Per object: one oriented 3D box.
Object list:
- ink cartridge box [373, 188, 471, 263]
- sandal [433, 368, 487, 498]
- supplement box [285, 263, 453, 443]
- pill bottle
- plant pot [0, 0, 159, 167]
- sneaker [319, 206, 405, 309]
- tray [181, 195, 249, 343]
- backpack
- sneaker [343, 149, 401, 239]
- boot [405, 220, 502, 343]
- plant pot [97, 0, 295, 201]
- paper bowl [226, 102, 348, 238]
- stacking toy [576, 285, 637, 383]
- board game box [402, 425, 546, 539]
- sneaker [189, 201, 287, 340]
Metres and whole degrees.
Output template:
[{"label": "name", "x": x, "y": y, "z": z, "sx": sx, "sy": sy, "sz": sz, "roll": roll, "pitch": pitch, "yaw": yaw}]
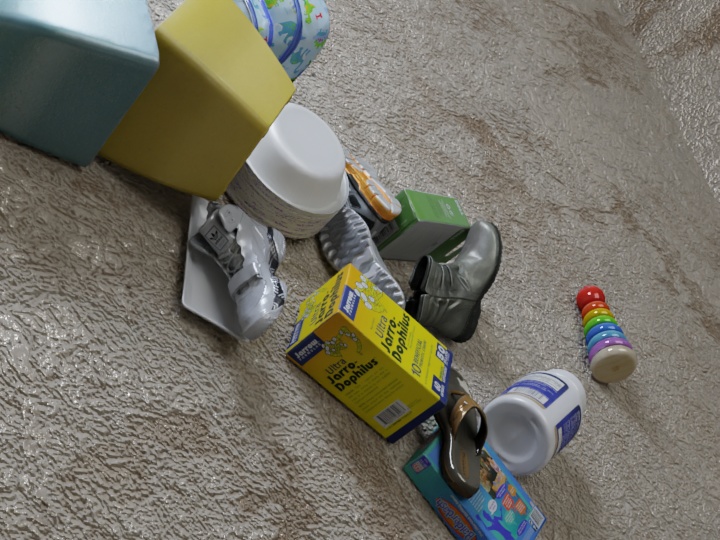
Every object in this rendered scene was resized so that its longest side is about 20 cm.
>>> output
[{"label": "ink cartridge box", "x": 0.102, "y": -0.066, "z": 1.978, "sx": 0.199, "sy": 0.103, "sz": 0.060, "roll": 5, "pitch": 54, "yaw": -52}, {"label": "sandal", "x": 0.139, "y": 0.210, "z": 1.703, "sx": 0.081, "sy": 0.054, "sz": 0.202, "roll": 33, "pitch": 35, "yaw": -26}, {"label": "supplement box", "x": 0.015, "y": 0.111, "z": 1.669, "sx": 0.199, "sy": 0.109, "sz": 0.109, "roll": 41, "pitch": 32, "yaw": -18}, {"label": "pill bottle", "x": 0.264, "y": 0.218, "z": 1.889, "sx": 0.121, "sy": 0.119, "sz": 0.199, "roll": 56, "pitch": 31, "yaw": 7}, {"label": "plant pot", "x": -0.377, "y": -0.272, "z": 1.470, "sx": 0.198, "sy": 0.196, "sz": 0.199, "roll": 12, "pitch": 48, "yaw": -37}, {"label": "sneaker", "x": 0.000, "y": 0.000, "z": 1.829, "sx": 0.202, "sy": 0.074, "sz": 0.082, "roll": 62, "pitch": -3, "yaw": 25}, {"label": "tray", "x": -0.182, "y": -0.001, "z": 1.604, "sx": 0.107, "sy": 0.022, "sz": 0.202, "roll": 34, "pitch": 35, "yaw": -30}, {"label": "backpack", "x": -0.152, "y": -0.349, "z": 1.831, "sx": 0.146, "sy": 0.199, "sz": 0.185, "roll": -3, "pitch": 60, "yaw": -54}, {"label": "sneaker", "x": -0.011, "y": -0.121, "z": 1.917, "sx": 0.078, "sy": 0.078, "sz": 0.201, "roll": 21, "pitch": 24, "yaw": -35}, {"label": "boot", "x": 0.139, "y": 0.002, "z": 1.914, "sx": 0.130, "sy": 0.067, "sz": 0.203, "roll": 26, "pitch": 76, "yaw": -40}, {"label": "plant pot", "x": -0.198, "y": -0.212, "z": 1.599, "sx": 0.175, "sy": 0.200, "sz": 0.201, "roll": 36, "pitch": 33, "yaw": -7}, {"label": "paper bowl", "x": -0.101, "y": -0.154, "z": 1.780, "sx": 0.199, "sy": 0.104, "sz": 0.203, "roll": 28, "pitch": 40, "yaw": -26}, {"label": "stacking toy", "x": 0.437, "y": 0.103, "z": 2.288, "sx": 0.085, "sy": 0.085, "sz": 0.202, "roll": 31, "pitch": 33, "yaw": -31}, {"label": "board game box", "x": 0.158, "y": 0.305, "z": 1.726, "sx": 0.201, "sy": 0.045, "sz": 0.152, "roll": 53, "pitch": 31, "yaw": 1}, {"label": "sneaker", "x": -0.153, "y": -0.005, "z": 1.558, "sx": 0.114, "sy": 0.075, "sz": 0.201, "roll": 35, "pitch": 29, "yaw": -25}]
